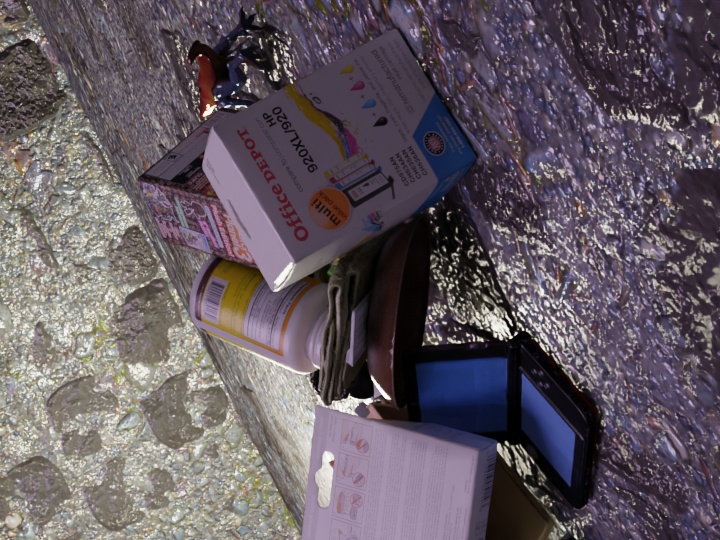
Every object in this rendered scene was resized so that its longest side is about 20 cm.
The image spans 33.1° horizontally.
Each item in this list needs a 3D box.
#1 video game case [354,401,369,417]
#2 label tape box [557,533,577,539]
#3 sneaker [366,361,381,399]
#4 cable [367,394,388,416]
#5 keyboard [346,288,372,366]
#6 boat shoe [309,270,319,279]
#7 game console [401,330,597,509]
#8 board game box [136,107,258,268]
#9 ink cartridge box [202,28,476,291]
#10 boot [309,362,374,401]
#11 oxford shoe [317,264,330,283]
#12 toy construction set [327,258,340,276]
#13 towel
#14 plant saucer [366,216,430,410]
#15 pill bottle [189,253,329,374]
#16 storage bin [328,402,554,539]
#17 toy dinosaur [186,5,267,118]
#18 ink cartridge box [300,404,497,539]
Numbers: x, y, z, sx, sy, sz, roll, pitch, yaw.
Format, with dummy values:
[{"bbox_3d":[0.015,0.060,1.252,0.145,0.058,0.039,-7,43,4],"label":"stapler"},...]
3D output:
[{"bbox_3d":[0.088,0.277,1.641,0.182,0.023,0.200,44,-179,-32],"label":"video game case"},{"bbox_3d":[0.196,0.385,1.296,0.063,0.200,0.144,61,165,-18],"label":"label tape box"},{"bbox_3d":[0.061,0.129,1.559,0.082,0.074,0.201,15,136,26],"label":"sneaker"},{"bbox_3d":[0.005,0.210,1.578,0.200,0.050,0.098,167,97,-66],"label":"cable"},{"bbox_3d":[0.014,0.041,1.239,0.200,0.011,0.057,-48,-32,-71],"label":"keyboard"},{"bbox_3d":[-0.077,-0.055,1.522,0.065,0.074,0.203,-30,50,53],"label":"boat shoe"},{"bbox_3d":[0.141,0.163,1.230,0.172,0.118,0.200,50,163,33],"label":"game console"},{"bbox_3d":[-0.130,-0.098,1.427,0.199,0.159,0.097,16,138,37],"label":"board game box"},{"bbox_3d":[-0.026,-0.098,1.131,0.148,0.200,0.145,59,165,4],"label":"ink cartridge box"},{"bbox_3d":[-0.019,0.132,1.645,0.158,0.079,0.212,-93,-13,-55],"label":"boot"},{"bbox_3d":[-0.028,0.041,1.534,0.201,0.075,0.058,-101,26,-44],"label":"oxford shoe"},{"bbox_3d":[0.000,0.000,1.435,0.131,0.092,0.200,40,178,-15],"label":"toy construction set"},{"bbox_3d":[-0.007,0.038,1.250,0.200,0.036,0.149,-54,-25,-67],"label":"towel"},{"bbox_3d":[0.038,0.042,1.250,0.036,0.201,0.201,7,145,12],"label":"plant saucer"},{"bbox_3d":[-0.094,0.052,1.415,0.199,0.109,0.109,21,146,28],"label":"pill bottle"},{"bbox_3d":[0.097,0.259,1.393,0.200,0.094,0.199,14,-150,-53],"label":"storage bin"},{"bbox_3d":[-0.182,-0.245,1.493,0.181,0.199,0.105,-35,67,44],"label":"toy dinosaur"},{"bbox_3d":[0.038,0.236,1.268,0.199,0.050,0.162,12,100,32],"label":"ink cartridge box"}]
